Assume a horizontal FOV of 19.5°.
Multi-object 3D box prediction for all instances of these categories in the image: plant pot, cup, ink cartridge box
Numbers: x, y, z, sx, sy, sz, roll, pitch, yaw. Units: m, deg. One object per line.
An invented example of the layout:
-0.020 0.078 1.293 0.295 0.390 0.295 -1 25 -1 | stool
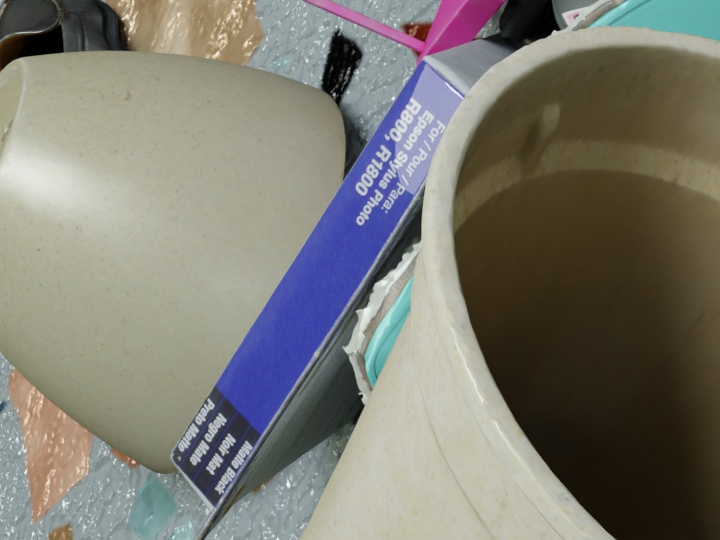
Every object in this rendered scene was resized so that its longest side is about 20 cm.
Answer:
0.071 0.068 0.586 0.184 0.199 0.202 124 143 -45 | plant pot
-0.118 -0.023 0.989 0.200 0.142 0.201 -46 30 37 | cup
0.000 0.000 0.839 0.040 0.200 0.200 35 109 8 | ink cartridge box

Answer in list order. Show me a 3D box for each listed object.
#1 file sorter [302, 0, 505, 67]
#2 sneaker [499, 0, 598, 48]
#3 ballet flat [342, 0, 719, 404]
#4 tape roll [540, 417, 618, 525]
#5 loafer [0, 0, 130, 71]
0.026 -0.208 0.863 0.139 0.124 0.202 141 151 -79 | file sorter
0.121 -0.098 0.780 0.087 0.080 0.200 -50 20 -11 | sneaker
0.067 -0.030 0.740 0.200 0.072 0.072 -47 42 11 | ballet flat
0.078 0.019 0.774 0.203 0.037 0.203 -43 21 21 | tape roll
-0.176 -0.122 1.201 0.200 0.072 0.073 39 107 53 | loafer
